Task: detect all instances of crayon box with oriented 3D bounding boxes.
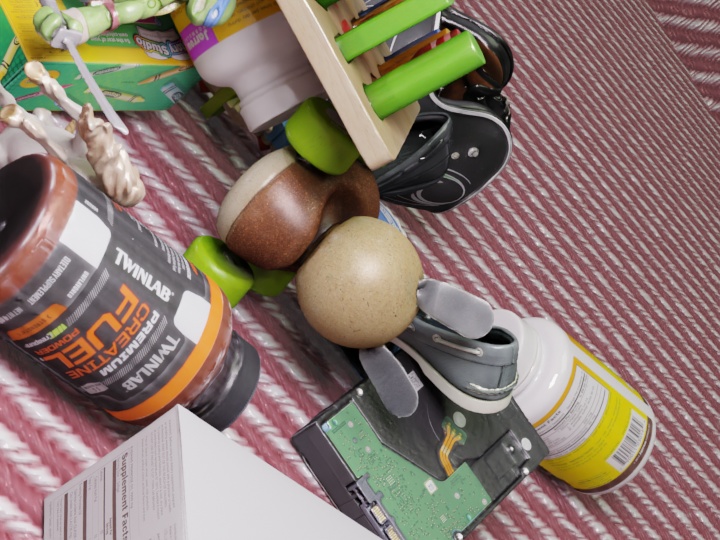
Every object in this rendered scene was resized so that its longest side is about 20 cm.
[{"bbox_3d":[-0.208,-0.178,1.303,0.200,0.058,0.119,-7,64,-56],"label":"crayon box"}]

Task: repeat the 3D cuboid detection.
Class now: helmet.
[{"bbox_3d":[0.038,-0.162,1.632,0.190,0.200,0.201,34,29,-22],"label":"helmet"}]

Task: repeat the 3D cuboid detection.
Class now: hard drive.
[{"bbox_3d":[0.049,0.132,1.379,0.140,0.038,0.200,55,41,-1],"label":"hard drive"}]

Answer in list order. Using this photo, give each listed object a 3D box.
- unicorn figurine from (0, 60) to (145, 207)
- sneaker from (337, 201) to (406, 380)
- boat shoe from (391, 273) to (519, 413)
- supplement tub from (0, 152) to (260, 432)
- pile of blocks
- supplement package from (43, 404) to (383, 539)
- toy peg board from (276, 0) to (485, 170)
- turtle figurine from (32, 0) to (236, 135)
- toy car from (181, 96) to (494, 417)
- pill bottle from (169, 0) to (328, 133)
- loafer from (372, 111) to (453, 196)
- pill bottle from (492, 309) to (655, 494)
[{"bbox_3d":[-0.202,-0.081,1.162,0.200,0.074,0.137,41,-5,48],"label":"unicorn figurine"},{"bbox_3d":[-0.001,0.008,1.477,0.089,0.078,0.201,21,40,-58],"label":"sneaker"},{"bbox_3d":[0.045,0.025,1.380,0.073,0.062,0.200,-22,51,-39],"label":"boat shoe"},{"bbox_3d":[-0.150,0.024,1.111,0.200,0.107,0.107,39,27,-33],"label":"supplement tub"},{"bbox_3d":[-0.079,-0.120,1.530,0.200,0.062,0.082,40,38,-17],"label":"pile of blocks"},{"bbox_3d":[-0.069,0.202,1.024,0.200,0.111,0.156,39,27,-36],"label":"supplement package"},{"bbox_3d":[0.012,-0.196,1.253,0.201,0.097,0.199,61,14,-10],"label":"toy peg board"},{"bbox_3d":[-0.170,-0.220,1.170,0.193,0.144,0.200,29,29,1],"label":"turtle figurine"},{"bbox_3d":[0.000,0.000,1.320,0.200,0.164,0.158,45,20,11],"label":"toy car"},{"bbox_3d":[-0.091,-0.205,1.320,0.201,0.104,0.104,64,22,0],"label":"pill bottle"},{"bbox_3d":[-0.014,-0.084,1.469,0.199,0.071,0.068,-18,57,-24],"label":"loafer"},{"bbox_3d":[0.171,0.115,1.635,0.200,0.109,0.110,38,28,-37],"label":"pill bottle"}]
